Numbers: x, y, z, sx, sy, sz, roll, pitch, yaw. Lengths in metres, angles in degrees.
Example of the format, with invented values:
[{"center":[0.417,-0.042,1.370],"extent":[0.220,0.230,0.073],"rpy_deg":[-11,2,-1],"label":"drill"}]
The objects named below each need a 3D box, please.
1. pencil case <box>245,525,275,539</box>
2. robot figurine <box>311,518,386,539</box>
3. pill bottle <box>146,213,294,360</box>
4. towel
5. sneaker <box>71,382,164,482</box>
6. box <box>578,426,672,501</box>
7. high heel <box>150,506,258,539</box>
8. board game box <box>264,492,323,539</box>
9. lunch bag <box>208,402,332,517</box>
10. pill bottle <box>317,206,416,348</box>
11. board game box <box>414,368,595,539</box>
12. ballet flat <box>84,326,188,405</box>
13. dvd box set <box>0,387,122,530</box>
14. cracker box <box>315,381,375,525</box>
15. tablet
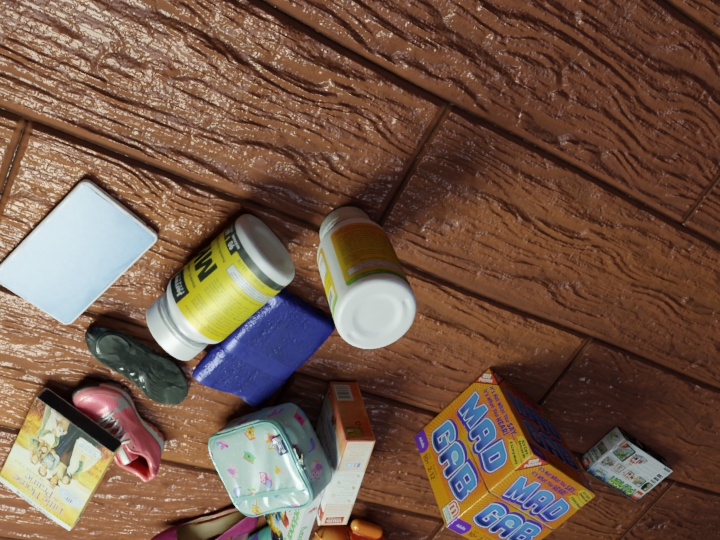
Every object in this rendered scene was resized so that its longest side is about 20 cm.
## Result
[{"center":[-0.218,0.561,1.423],"extent":[0.197,0.086,0.093],"rpy_deg":[-33,126,8],"label":"pencil case"},{"center":[-0.020,0.562,1.460],"extent":[0.196,0.119,0.143],"rpy_deg":[21,141,-27],"label":"robot figurine"},{"center":[-0.196,0.027,1.044],"extent":[0.199,0.115,0.114],"rpy_deg":[-40,125,12],"label":"pill bottle"},{"center":[-0.149,0.116,1.165],"extent":[0.200,0.050,0.147],"rpy_deg":[-45,131,15],"label":"towel"},{"center":[-0.369,0.253,1.167],"extent":[0.073,0.088,0.202],"rpy_deg":[-29,126,5],"label":"sneaker"},{"center":[0.556,0.407,1.569],"extent":[0.198,0.035,0.110],"rpy_deg":[33,110,-32],"label":"box"},{"center":[-0.280,0.458,1.345],"extent":[0.195,0.068,0.097],"rpy_deg":[-6,137,-31],"label":"high heel"},{"center":[-0.119,0.392,1.307],"extent":[0.034,0.127,0.204],"rpy_deg":[-5,127,-32],"label":"board game box"},{"center":[-0.144,0.306,1.195],"extent":[0.197,0.077,0.164],"rpy_deg":[-22,93,39],"label":"lunch bag"},{"center":[0.000,0.000,1.027],"extent":[0.108,0.202,0.113],"rpy_deg":[-7,127,-10],"label":"pill bottle"},{"center":[0.250,0.347,1.337],"extent":[0.198,0.202,0.200],"rpy_deg":[35,110,-33],"label":"board game box"},{"center":[-0.331,0.140,1.135],"extent":[0.067,0.056,0.201],"rpy_deg":[-51,131,-12],"label":"ballet flat"},{"center":[-0.466,0.294,1.157],"extent":[0.145,0.029,0.202],"rpy_deg":[36,117,-1],"label":"dvd box set"},{"center":[-0.038,0.309,1.270],"extent":[0.056,0.135,0.204],"rpy_deg":[4,123,-19],"label":"cracker box"},{"center":[-0.386,-0.020,1.021],"extent":[0.199,0.014,0.130],"rpy_deg":[-40,125,14],"label":"tablet"}]
